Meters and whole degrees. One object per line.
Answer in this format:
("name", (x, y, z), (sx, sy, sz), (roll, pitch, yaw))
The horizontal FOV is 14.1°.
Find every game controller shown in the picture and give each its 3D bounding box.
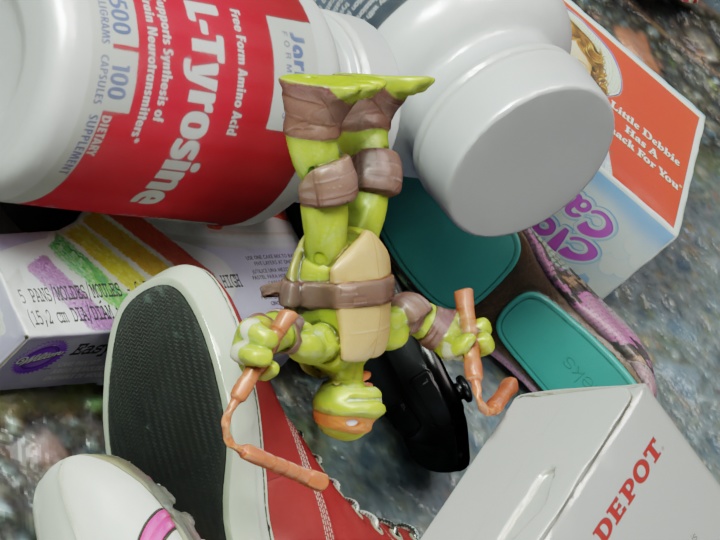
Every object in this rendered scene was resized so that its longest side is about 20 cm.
("game controller", (0.000, 0.000, 1.349), (0.201, 0.042, 0.104), (63, 2, 20))

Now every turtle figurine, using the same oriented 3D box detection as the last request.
("turtle figurine", (0.000, 0.001, 1.199), (0.199, 0.064, 0.163), (-5, 98, -50))

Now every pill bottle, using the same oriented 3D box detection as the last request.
("pill bottle", (0.029, -0.114, 1.364), (0.119, 0.120, 0.200), (7, 37, -43))
("pill bottle", (-0.082, -0.078, 1.223), (0.199, 0.112, 0.113), (5, 54, -44))

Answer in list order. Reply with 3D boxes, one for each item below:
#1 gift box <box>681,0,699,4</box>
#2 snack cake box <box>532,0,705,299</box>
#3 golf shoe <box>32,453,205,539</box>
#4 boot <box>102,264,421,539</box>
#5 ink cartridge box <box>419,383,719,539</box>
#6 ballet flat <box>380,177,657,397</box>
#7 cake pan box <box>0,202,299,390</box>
("gift box", (0.184, -0.274, 1.722), (0.185, 0.186, 0.200), (56, 16, 14))
("snack cake box", (0.084, -0.093, 1.539), (0.200, 0.067, 0.115), (39, 35, -14))
("golf shoe", (-0.094, 0.157, 1.111), (0.092, 0.073, 0.201), (6, 53, -42))
("boot", (-0.027, 0.092, 1.229), (0.144, 0.072, 0.201), (-10, 83, -52))
("ink cartridge box", (0.110, 0.167, 1.229), (0.200, 0.084, 0.146), (52, 57, -24))
("ballet flat", (0.072, 0.003, 1.448), (0.200, 0.069, 0.071), (45, 18, -11))
("cake pan box", (-0.127, -0.040, 1.280), (0.199, 0.052, 0.185), (-2, 57, -47))
